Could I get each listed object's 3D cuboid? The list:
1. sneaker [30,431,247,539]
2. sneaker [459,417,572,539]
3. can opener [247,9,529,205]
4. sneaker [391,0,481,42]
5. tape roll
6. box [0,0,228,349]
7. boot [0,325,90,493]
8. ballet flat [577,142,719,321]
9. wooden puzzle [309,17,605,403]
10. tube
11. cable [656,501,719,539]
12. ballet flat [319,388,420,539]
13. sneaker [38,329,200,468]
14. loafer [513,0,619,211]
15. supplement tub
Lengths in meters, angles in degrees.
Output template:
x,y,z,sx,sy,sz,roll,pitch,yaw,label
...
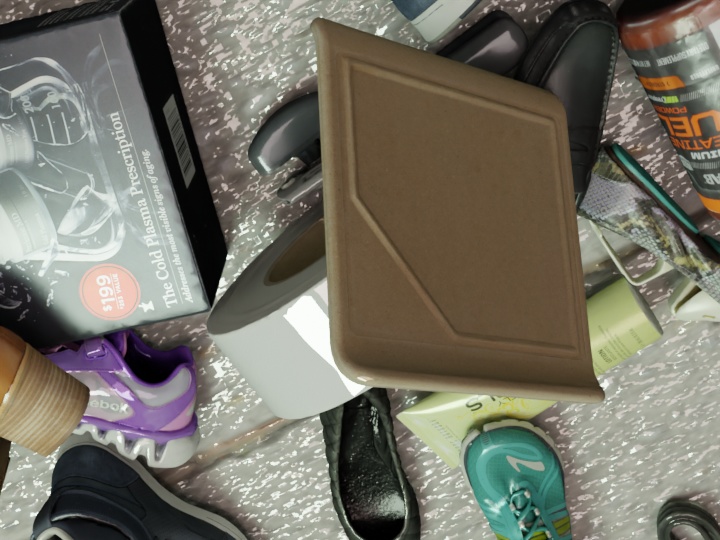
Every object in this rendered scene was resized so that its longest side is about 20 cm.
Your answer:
x,y,z,sx,sy,sz,roll,pitch,yaw,label
-0.154,0.225,0.824,0.202,0.146,0.077,40,105,-17,sneaker
0.133,0.198,0.852,0.077,0.080,0.201,-20,116,6,sneaker
0.014,-0.115,0.744,0.199,0.053,0.067,-36,109,12,can opener
0.055,-0.245,0.655,0.146,0.077,0.202,41,130,-13,sneaker
0.000,0.000,0.710,0.202,0.203,0.071,-36,104,13,tape roll
-0.203,-0.061,0.736,0.180,0.104,0.202,-12,112,6,box
-0.289,0.098,0.719,0.154,0.074,0.200,34,111,-26,boot
0.226,-0.006,0.785,0.200,0.072,0.072,37,107,-9,ballet flat
0.051,-0.027,0.609,0.184,0.202,0.037,9,156,-37,wooden puzzle
0.127,0.080,0.829,0.199,0.052,0.058,-34,81,17,tube
0.318,0.256,0.919,0.199,0.050,0.097,33,126,0,cable
0.003,0.157,0.853,0.066,0.057,0.202,-12,112,5,ballet flat
-0.203,0.071,0.802,0.198,0.081,0.089,15,117,-13,sneaker
0.128,-0.076,0.731,0.067,0.071,0.202,1,127,-18,loafer
0.252,-0.103,0.723,0.106,0.107,0.201,-30,109,11,supplement tub
